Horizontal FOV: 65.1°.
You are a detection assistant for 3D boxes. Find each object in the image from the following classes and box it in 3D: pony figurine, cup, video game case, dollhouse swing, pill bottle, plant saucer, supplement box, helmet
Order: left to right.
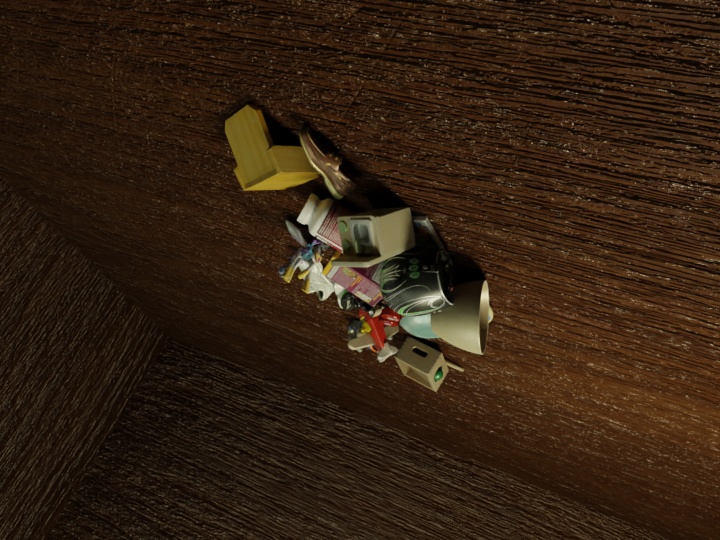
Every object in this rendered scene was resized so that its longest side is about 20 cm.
[{"bbox_3d":[-0.223,-0.310,1.429,0.180,0.179,0.199,-8,179,-38],"label":"dollhouse swing"},{"bbox_3d":[-0.168,-0.051,1.730,0.192,0.201,0.166,24,167,43],"label":"pony figurine"},{"bbox_3d":[-0.068,-0.125,1.541,0.198,0.114,0.113,30,155,-8],"label":"pill bottle"},{"bbox_3d":[0.000,0.000,1.707,0.199,0.104,0.131,33,150,-5],"label":"supplement box"},{"bbox_3d":[0.141,0.029,1.485,0.188,0.202,0.200,-10,141,25],"label":"helmet"},{"bbox_3d":[0.153,-0.080,1.527,0.142,0.018,0.200,7,149,37],"label":"video game case"},{"bbox_3d":[0.220,0.175,1.741,0.198,0.039,0.202,-1,156,0],"label":"plant saucer"},{"bbox_3d":[0.273,0.125,1.558,0.141,0.202,0.201,2,148,21],"label":"cup"}]

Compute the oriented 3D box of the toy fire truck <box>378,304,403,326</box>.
[{"bbox_3d":[0.152,0.123,1.804,0.166,0.114,0.200,14,163,1],"label":"toy fire truck"}]

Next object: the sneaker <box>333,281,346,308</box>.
[{"bbox_3d":[-0.035,0.080,1.958,0.087,0.076,0.200,-1,156,9],"label":"sneaker"}]

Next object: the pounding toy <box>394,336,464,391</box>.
[{"bbox_3d":[0.265,0.355,2.147,0.198,0.143,0.185,24,157,32],"label":"pounding toy"}]

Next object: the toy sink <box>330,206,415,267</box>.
[{"bbox_3d":[0.024,-0.090,1.401,0.129,0.199,0.114,1,107,43],"label":"toy sink"}]

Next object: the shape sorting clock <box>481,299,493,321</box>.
[{"bbox_3d":[0.306,0.108,1.712,0.198,0.040,0.201,24,156,11],"label":"shape sorting clock"}]

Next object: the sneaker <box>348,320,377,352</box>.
[{"bbox_3d":[0.010,0.267,2.268,0.078,0.076,0.200,4,145,46],"label":"sneaker"}]

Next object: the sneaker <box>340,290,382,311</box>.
[{"bbox_3d":[0.001,0.098,1.856,0.076,0.085,0.199,22,147,-34],"label":"sneaker"}]

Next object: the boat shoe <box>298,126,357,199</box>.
[{"bbox_3d":[-0.077,-0.265,1.351,0.067,0.072,0.201,-25,123,18],"label":"boat shoe"}]

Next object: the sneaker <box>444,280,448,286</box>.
[{"bbox_3d":[0.164,0.019,1.634,0.198,0.083,0.077,21,178,-12],"label":"sneaker"}]

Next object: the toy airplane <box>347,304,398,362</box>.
[{"bbox_3d":[0.045,0.231,2.013,0.140,0.201,0.199,-19,132,44],"label":"toy airplane"}]

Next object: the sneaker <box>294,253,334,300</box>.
[{"bbox_3d":[-0.165,0.025,1.926,0.200,0.100,0.078,46,153,-22],"label":"sneaker"}]
